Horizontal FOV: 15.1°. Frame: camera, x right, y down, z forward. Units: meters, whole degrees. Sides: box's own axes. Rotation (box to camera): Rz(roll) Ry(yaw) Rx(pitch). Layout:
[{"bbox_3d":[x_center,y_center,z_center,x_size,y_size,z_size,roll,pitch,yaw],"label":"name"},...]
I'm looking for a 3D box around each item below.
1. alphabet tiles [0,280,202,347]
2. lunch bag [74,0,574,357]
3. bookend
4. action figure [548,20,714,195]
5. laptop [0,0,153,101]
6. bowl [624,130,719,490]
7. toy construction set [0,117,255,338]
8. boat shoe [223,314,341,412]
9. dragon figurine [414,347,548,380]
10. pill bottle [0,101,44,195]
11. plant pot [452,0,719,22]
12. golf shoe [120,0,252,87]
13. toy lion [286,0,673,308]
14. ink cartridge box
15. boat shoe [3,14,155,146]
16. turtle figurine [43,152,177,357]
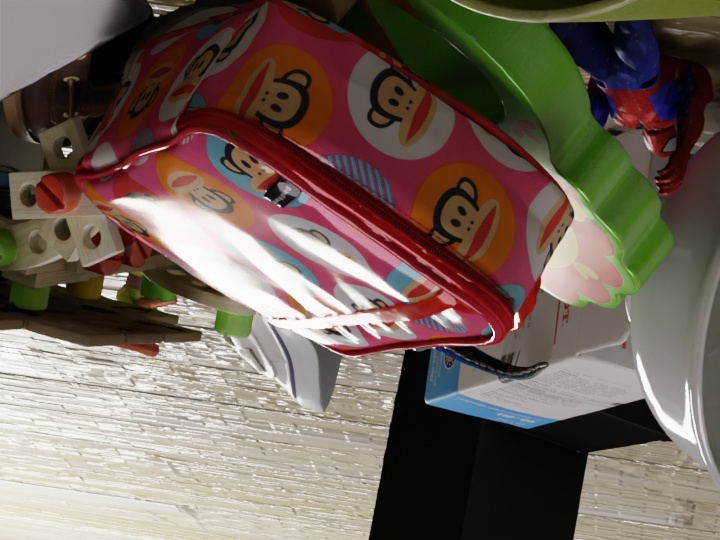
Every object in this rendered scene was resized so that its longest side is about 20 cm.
[{"bbox_3d":[-0.184,0.011,1.283,0.200,0.006,0.166,13,-174,26],"label":"alphabet tiles"},{"bbox_3d":[-0.008,-0.026,1.078,0.176,0.082,0.200,33,164,-18],"label":"lunch bag"},{"bbox_3d":[0.104,0.093,1.519,0.092,0.199,0.200,21,160,-28],"label":"bookend"},{"bbox_3d":[0.105,-0.068,1.153,0.065,0.099,0.200,4,166,22],"label":"action figure"},{"bbox_3d":[-0.219,-0.149,1.105,0.187,0.116,0.200,48,171,-36],"label":"laptop"},{"bbox_3d":[0.184,0.005,1.233,0.090,0.201,0.201,22,177,43],"label":"bowl"},{"bbox_3d":[-0.106,-0.015,1.252,0.131,0.092,0.200,19,180,29],"label":"toy construction set"},{"bbox_3d":[-0.052,0.029,1.627,0.066,0.072,0.200,11,164,12],"label":"boat shoe"},{"bbox_3d":[0.000,0.000,1.342,0.099,0.059,0.200,9,-147,-48],"label":"dragon figurine"},{"bbox_3d":[-0.263,-0.069,1.325,0.200,0.113,0.113,7,164,10],"label":"pill bottle"},{"bbox_3d":[0.125,-0.151,0.747,0.200,0.187,0.187,3,172,-42],"label":"plant pot"},{"bbox_3d":[-0.012,-0.067,1.209,0.200,0.073,0.092,14,-163,-39],"label":"golf shoe"},{"bbox_3d":[0.044,-0.063,1.093,0.192,0.069,0.200,37,163,8],"label":"toy lion"},{"bbox_3d":[0.113,0.006,1.359,0.068,0.116,0.200,16,164,-23],"label":"ink cartridge box"},{"bbox_3d":[-0.124,-0.102,1.205,0.070,0.070,0.200,12,164,5],"label":"boat shoe"},{"bbox_3d":[-0.125,-0.033,1.448,0.161,0.064,0.200,-13,132,36],"label":"turtle figurine"}]
